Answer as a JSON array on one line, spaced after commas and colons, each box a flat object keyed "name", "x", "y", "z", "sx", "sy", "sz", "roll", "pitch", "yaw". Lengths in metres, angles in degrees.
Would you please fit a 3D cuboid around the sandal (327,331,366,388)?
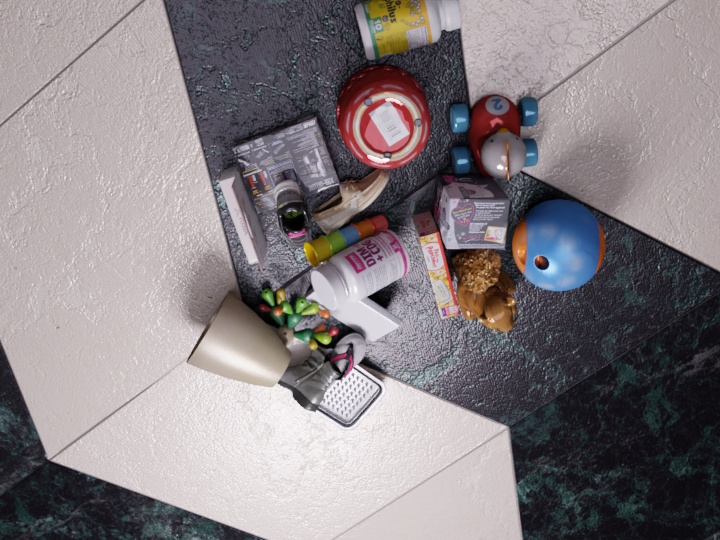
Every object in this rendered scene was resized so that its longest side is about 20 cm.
[{"name": "sandal", "x": -0.054, "y": 0.230, "z": 1.784, "sx": 0.075, "sy": 0.045, "sz": 0.200, "roll": 37, "pitch": 105, "yaw": -15}]

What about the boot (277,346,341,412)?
[{"name": "boot", "x": -0.134, "y": 0.232, "z": 1.781, "sx": 0.131, "sy": 0.200, "sz": 0.068, "roll": -58, "pitch": 145, "yaw": 4}]

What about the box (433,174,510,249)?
[{"name": "box", "x": 0.233, "y": -0.131, "z": 1.613, "sx": 0.131, "sy": 0.200, "sz": 0.116, "roll": 1, "pitch": 111, "yaw": -3}]

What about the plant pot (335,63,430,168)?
[{"name": "plant pot", "x": 0.046, "y": -0.312, "z": 1.545, "sx": 0.199, "sy": 0.183, "sz": 0.202, "roll": 0, "pitch": 113, "yaw": 0}]

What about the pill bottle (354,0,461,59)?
[{"name": "pill bottle", "x": 0.096, "y": -0.503, "z": 1.504, "sx": 0.198, "sy": 0.113, "sz": 0.114, "roll": -14, "pitch": 112, "yaw": 4}]

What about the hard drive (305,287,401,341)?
[{"name": "hard drive", "x": -0.018, "y": 0.090, "z": 1.746, "sx": 0.199, "sy": 0.027, "sz": 0.132, "roll": 33, "pitch": 147, "yaw": -14}]

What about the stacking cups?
[{"name": "stacking cups", "x": -0.026, "y": -0.072, "z": 1.657, "sx": 0.199, "sy": 0.060, "sz": 0.061, "roll": -25, "pitch": 114, "yaw": -23}]

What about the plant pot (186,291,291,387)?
[{"name": "plant pot", "x": -0.264, "y": 0.178, "z": 1.717, "sx": 0.199, "sy": 0.188, "sz": 0.188, "roll": 31, "pitch": 108, "yaw": -11}]

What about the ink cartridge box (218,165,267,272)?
[{"name": "ink cartridge box", "x": -0.254, "y": -0.108, "z": 1.615, "sx": 0.043, "sy": 0.174, "sz": 0.201, "roll": -16, "pitch": 112, "yaw": 4}]

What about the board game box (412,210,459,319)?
[{"name": "board game box", "x": 0.169, "y": -0.015, "z": 1.684, "sx": 0.046, "sy": 0.152, "sz": 0.201, "roll": -16, "pitch": 112, "yaw": 4}]

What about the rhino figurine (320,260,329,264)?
[{"name": "rhino figurine", "x": -0.039, "y": -0.008, "z": 1.712, "sx": 0.199, "sy": 0.088, "sz": 0.060, "roll": 29, "pitch": 108, "yaw": -13}]

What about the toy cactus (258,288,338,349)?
[{"name": "toy cactus", "x": -0.161, "y": 0.131, "z": 1.757, "sx": 0.199, "sy": 0.103, "sz": 0.165, "roll": 29, "pitch": 126, "yaw": -4}]

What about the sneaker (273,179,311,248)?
[{"name": "sneaker", "x": -0.146, "y": -0.102, "z": 1.637, "sx": 0.073, "sy": 0.088, "sz": 0.201, "roll": -12, "pitch": 143, "yaw": -3}]

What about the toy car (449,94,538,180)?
[{"name": "toy car", "x": 0.293, "y": -0.265, "z": 1.562, "sx": 0.183, "sy": 0.200, "sz": 0.178, "roll": -5, "pitch": 112, "yaw": -1}]

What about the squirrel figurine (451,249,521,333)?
[{"name": "squirrel figurine", "x": 0.281, "y": 0.048, "z": 1.695, "sx": 0.141, "sy": 0.187, "sz": 0.201, "roll": -26, "pitch": 111, "yaw": 8}]

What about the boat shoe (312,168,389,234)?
[{"name": "boat shoe", "x": -0.024, "y": -0.164, "z": 1.657, "sx": 0.200, "sy": 0.074, "sz": 0.069, "roll": -41, "pitch": 114, "yaw": 14}]

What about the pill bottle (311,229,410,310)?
[{"name": "pill bottle", "x": 0.000, "y": 0.000, "z": 1.621, "sx": 0.199, "sy": 0.113, "sz": 0.114, "roll": -29, "pitch": 114, "yaw": -25}]

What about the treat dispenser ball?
[{"name": "treat dispenser ball", "x": 0.437, "y": -0.055, "z": 1.652, "sx": 0.199, "sy": 0.201, "sz": 0.203, "roll": -1, "pitch": 112, "yaw": -2}]

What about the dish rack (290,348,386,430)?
[{"name": "dish rack", "x": -0.054, "y": 0.290, "z": 1.856, "sx": 0.199, "sy": 0.044, "sz": 0.172, "roll": 36, "pitch": 105, "yaw": -15}]

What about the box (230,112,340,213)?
[{"name": "box", "x": -0.161, "y": -0.234, "z": 1.635, "sx": 0.199, "sy": 0.050, "sz": 0.159, "roll": -19, "pitch": 112, "yaw": 6}]
